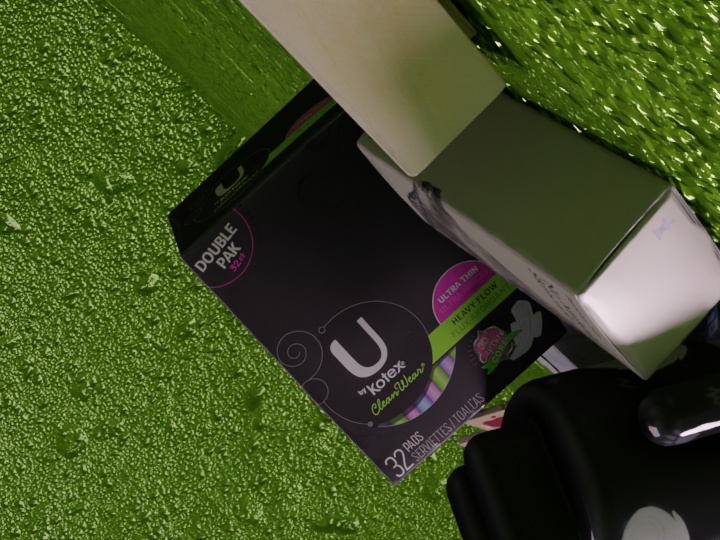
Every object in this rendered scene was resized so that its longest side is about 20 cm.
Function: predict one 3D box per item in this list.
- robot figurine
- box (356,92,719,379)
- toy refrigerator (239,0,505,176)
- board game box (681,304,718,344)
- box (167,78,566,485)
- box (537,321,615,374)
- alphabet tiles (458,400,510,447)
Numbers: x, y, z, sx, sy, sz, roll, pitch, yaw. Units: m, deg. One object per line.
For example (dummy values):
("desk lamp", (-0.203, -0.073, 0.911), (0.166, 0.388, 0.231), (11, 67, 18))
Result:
("robot figurine", (0.147, 0.102, 0.692), (0.150, 0.199, 0.126), (-155, 55, -71))
("box", (0.086, -0.033, 0.686), (0.082, 0.068, 0.200), (44, 177, -38))
("toy refrigerator", (-0.025, -0.139, 0.605), (0.200, 0.070, 0.076), (44, -176, -32))
("board game box", (0.128, -0.011, 0.827), (0.200, 0.034, 0.135), (41, 177, 22))
("box", (0.000, 0.000, 0.852), (0.200, 0.148, 0.124), (48, -179, -17))
("box", (0.181, 0.062, 1.017), (0.117, 0.060, 0.200), (41, 178, 0))
("alphabet tiles", (0.167, 0.104, 0.874), (0.166, 0.006, 0.199), (-23, 148, 40))
